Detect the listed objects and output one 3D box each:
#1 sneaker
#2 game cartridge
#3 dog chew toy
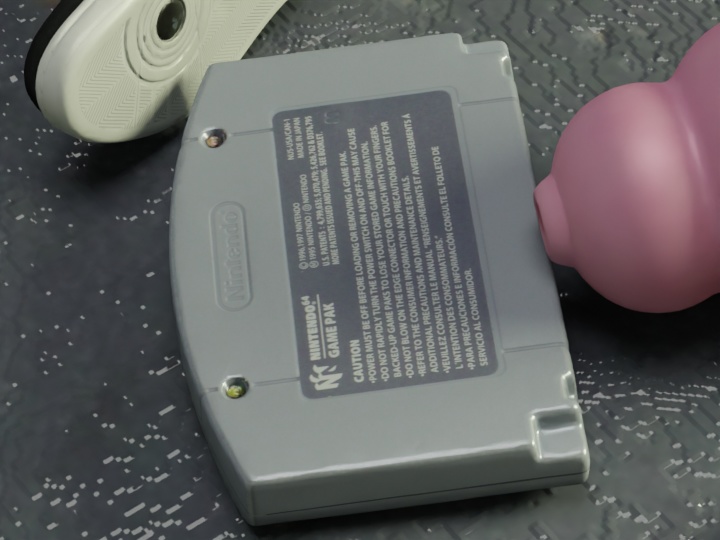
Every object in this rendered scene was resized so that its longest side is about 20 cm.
[{"bbox_3d":[-0.089,-0.125,1.009,0.112,0.073,0.200,22,46,27],"label":"sneaker"},{"bbox_3d":[0.000,0.000,0.908,0.133,0.041,0.200,-4,48,-3],"label":"game cartridge"},{"bbox_3d":[0.158,-0.039,0.875,0.200,0.125,0.125,-15,49,1],"label":"dog chew toy"}]
